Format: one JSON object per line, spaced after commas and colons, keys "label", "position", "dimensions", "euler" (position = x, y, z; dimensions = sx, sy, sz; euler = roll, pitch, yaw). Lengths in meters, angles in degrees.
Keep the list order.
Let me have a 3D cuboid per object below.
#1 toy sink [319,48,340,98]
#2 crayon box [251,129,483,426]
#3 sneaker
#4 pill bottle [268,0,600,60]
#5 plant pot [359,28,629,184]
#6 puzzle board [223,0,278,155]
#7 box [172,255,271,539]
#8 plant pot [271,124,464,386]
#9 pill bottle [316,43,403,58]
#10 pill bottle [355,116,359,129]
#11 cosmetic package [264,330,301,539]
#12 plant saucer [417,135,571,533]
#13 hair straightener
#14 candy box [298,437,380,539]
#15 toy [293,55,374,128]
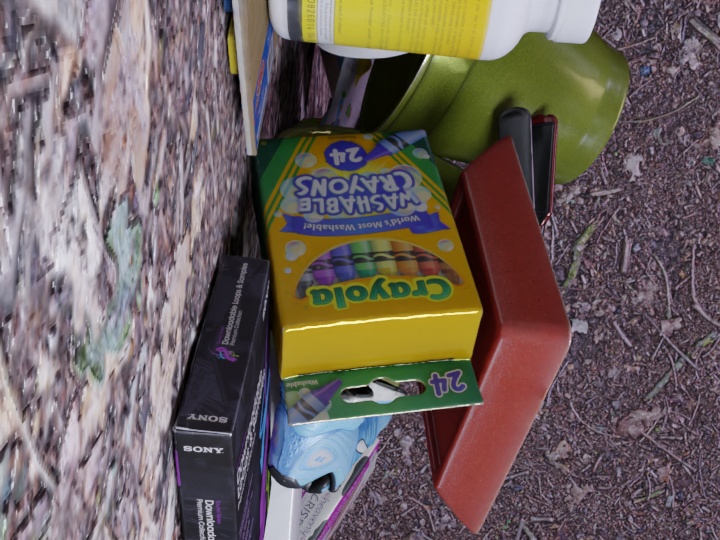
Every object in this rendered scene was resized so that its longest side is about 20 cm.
{"label": "toy sink", "position": [0.019, -0.270, 1.075], "dimensions": [0.201, 0.110, 0.132], "euler": [94, -16, -62]}
{"label": "crayon box", "position": [0.001, -0.005, 0.649], "dimensions": [0.052, 0.123, 0.202], "euler": [97, -16, -48]}
{"label": "sneaker", "position": [-0.026, 0.111, 0.726], "dimensions": [0.091, 0.077, 0.200], "euler": [-66, 164, 2]}
{"label": "pill bottle", "position": [0.046, -0.190, 0.620], "dimensions": [0.112, 0.196, 0.115], "euler": [6, 90, -89]}
{"label": "plant pot", "position": [0.127, -0.174, 0.896], "dimensions": [0.202, 0.190, 0.202], "euler": [-59, -163, 30]}
{"label": "puzzle board", "position": [-0.060, -0.197, 0.620], "dimensions": [0.152, 0.017, 0.203], "euler": [96, 1, -58]}
{"label": "box", "position": [-0.077, 0.114, 0.608], "dimensions": [0.144, 0.035, 0.203], "euler": [-85, 177, -52]}
{"label": "plant pot", "position": [0.000, 0.000, 0.877], "dimensions": [0.201, 0.197, 0.187], "euler": [-83, -171, -65]}
{"label": "pill bottle", "position": [0.006, -0.269, 0.742], "dimensions": [0.117, 0.114, 0.203], "euler": [-83, 172, -58]}
{"label": "pill bottle", "position": [0.032, -0.057, 1.038], "dimensions": [0.112, 0.109, 0.204], "euler": [93, -2, -68]}
{"label": "cosmetic package", "position": [-0.070, 0.155, 0.796], "dimensions": [0.083, 0.050, 0.204], "euler": [-65, 159, -83]}
{"label": "plant saucer", "position": [0.077, 0.041, 0.704], "dimensions": [0.202, 0.036, 0.202], "euler": [-96, -164, -47]}
{"label": "hair straightener", "position": [0.114, -0.029, 0.797], "dimensions": [0.041, 0.076, 0.204], "euler": [7, -90, 50]}
{"label": "candy box", "position": [-0.041, 0.218, 0.978], "dimensions": [0.137, 0.060, 0.200], "euler": [-55, 171, -14]}
{"label": "toy", "position": [-0.037, -0.133, 0.975], "dimensions": [0.115, 0.046, 0.203], "euler": [8, 104, -77]}
